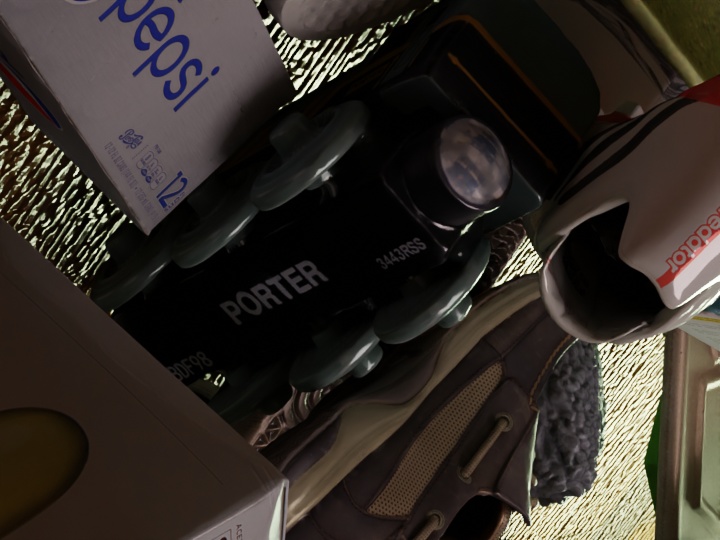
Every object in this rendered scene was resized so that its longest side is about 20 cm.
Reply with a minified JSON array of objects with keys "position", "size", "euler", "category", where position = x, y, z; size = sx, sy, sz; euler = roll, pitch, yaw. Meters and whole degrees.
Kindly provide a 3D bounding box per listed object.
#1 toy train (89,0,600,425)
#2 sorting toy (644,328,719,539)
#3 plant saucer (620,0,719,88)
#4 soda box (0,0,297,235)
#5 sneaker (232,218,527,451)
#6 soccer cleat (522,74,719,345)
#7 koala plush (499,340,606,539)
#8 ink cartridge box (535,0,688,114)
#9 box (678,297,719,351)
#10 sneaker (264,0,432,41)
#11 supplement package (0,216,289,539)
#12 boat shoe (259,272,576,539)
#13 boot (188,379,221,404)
[{"position":[-0.008,-0.021,0.836],"size":[0.200,0.085,0.114],"euler":[-28,-160,51],"category":"toy train"},{"position":[0.161,0.033,1.058],"size":[0.185,0.036,0.200],"euler":[-9,108,-59],"category":"sorting toy"},{"position":[0.187,-0.118,0.807],"size":[0.200,0.048,0.200],"euler":[-36,123,11],"category":"plant saucer"},{"position":[-0.081,-0.089,0.704],"size":[0.068,0.063,0.200],"euler":[-44,156,-7],"category":"soda box"},{"position":[0.000,0.000,0.947],"size":[0.200,0.076,0.070],"euler":[-50,140,0],"category":"sneaker"},{"position":[0.082,-0.011,0.812],"size":[0.085,0.069,0.200],"euler":[-46,-173,-16],"category":"soccer cleat"},{"position":[0.037,0.136,1.036],"size":[0.184,0.200,0.177],"euler":[-20,179,6],"category":"koala plush"},{"position":[0.134,-0.105,1.011],"size":[0.200,0.084,0.145],"euler":[-54,156,17],"category":"ink cartridge box"},{"position":[0.184,0.017,0.971],"size":[0.200,0.082,0.049],"euler":[25,77,-60],"category":"box"},{"position":[0.040,-0.151,0.796],"size":[0.200,0.079,0.078],"euler":[-33,162,-13],"category":"sneaker"},{"position":[-0.155,0.094,0.675],"size":[0.200,0.191,0.147],"euler":[-28,141,-32],"category":"supplement package"},{"position":[0.020,0.066,0.860],"size":[0.074,0.073,0.200],"euler":[-33,-178,43],"category":"boat shoe"},{"position":[-0.128,0.134,0.950],"size":[0.200,0.073,0.151],"euler":[-50,165,25],"category":"boot"}]
